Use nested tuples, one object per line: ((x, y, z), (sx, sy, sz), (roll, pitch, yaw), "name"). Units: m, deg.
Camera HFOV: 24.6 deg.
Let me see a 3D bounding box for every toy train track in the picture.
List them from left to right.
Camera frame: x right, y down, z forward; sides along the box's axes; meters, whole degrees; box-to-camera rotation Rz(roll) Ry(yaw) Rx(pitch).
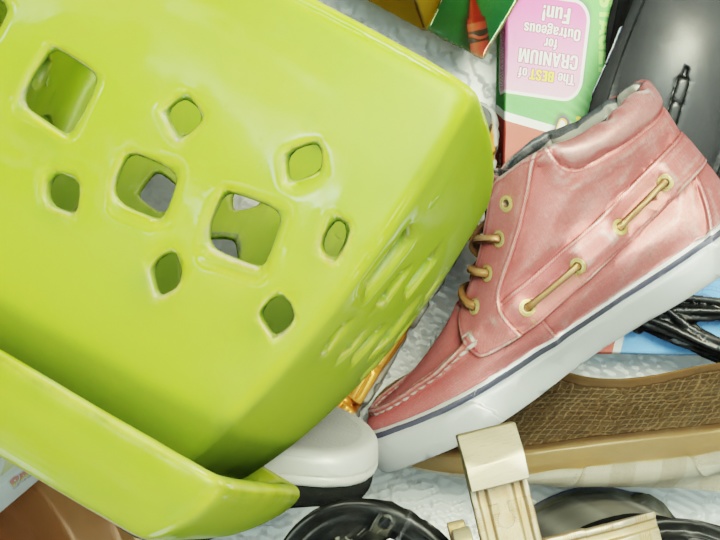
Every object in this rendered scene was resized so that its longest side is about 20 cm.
((0.071, 0.158, 0.617), (0.114, 0.033, 0.202), (-14, 88, -2), "toy train track")

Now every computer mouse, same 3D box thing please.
((0.167, -0.056, 0.771), (0.139, 0.046, 0.202), (21, 86, 1), "computer mouse")

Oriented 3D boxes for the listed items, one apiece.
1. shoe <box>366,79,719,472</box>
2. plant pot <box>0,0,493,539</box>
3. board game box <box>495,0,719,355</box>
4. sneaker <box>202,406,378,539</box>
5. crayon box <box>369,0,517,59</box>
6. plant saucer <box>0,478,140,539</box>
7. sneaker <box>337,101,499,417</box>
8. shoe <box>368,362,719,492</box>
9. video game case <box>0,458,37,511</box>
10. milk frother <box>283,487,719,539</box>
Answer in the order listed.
((0.069, 0.002, 0.735), (0.199, 0.071, 0.091), (-33, 96, 9), "shoe")
((-0.078, -0.011, 0.617), (0.199, 0.199, 0.183), (29, 86, 9), "plant pot")
((0.142, -0.058, 0.814), (0.151, 0.040, 0.202), (1, 87, -2), "board game box")
((-0.077, 0.116, 0.761), (0.198, 0.073, 0.113), (3, 104, 29), "sneaker")
((0.004, -0.206, 0.791), (0.199, 0.051, 0.128), (30, 86, 13), "crayon box")
((-0.174, 0.149, 0.749), (0.198, 0.037, 0.202), (3, 97, 28), "plant saucer")
((0.000, 0.000, 0.791), (0.077, 0.078, 0.201), (33, 87, 5), "sneaker")
((0.101, 0.081, 0.785), (0.198, 0.054, 0.070), (-2, 42, 17), "shoe")
((-0.212, 0.037, 0.734), (0.199, 0.023, 0.182), (37, 64, 28), "video game case")
((0.069, 0.151, 0.727), (0.180, 0.188, 0.200), (-43, 88, -4), "milk frother")
